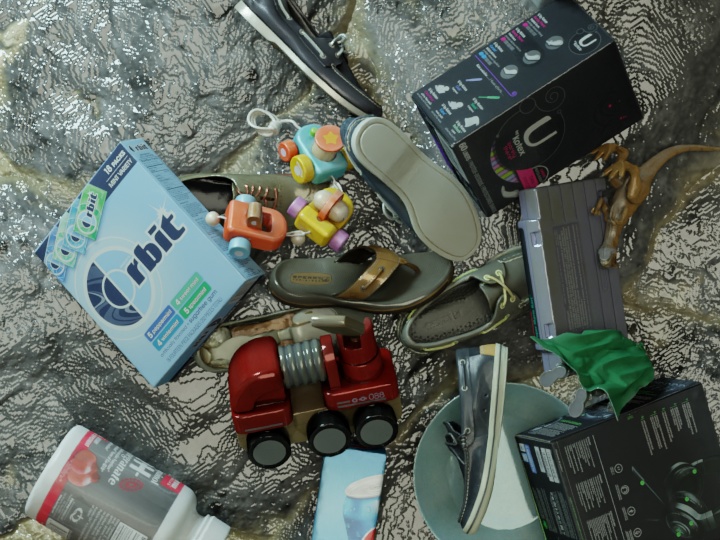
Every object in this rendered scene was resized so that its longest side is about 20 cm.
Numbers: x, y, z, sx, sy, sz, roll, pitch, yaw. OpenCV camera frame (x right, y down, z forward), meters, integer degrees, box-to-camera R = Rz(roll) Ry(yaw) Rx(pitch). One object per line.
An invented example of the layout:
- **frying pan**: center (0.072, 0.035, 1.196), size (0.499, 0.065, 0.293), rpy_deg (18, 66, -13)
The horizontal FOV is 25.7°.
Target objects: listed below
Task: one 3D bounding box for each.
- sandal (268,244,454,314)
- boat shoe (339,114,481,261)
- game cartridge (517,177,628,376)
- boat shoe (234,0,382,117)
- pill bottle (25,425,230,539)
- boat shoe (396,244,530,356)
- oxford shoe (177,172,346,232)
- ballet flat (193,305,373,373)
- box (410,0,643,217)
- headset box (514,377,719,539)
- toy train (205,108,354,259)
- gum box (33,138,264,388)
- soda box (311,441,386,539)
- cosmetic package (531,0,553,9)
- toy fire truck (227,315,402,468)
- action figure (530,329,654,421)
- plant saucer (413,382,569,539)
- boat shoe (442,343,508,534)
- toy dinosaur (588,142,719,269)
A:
- **sandal**: center (0.000, 0.000, 1.686), size (0.199, 0.082, 0.055), rpy_deg (2, 135, 5)
- **boat shoe**: center (0.051, -0.087, 1.670), size (0.200, 0.062, 0.075), rpy_deg (41, 84, -26)
- **game cartridge**: center (0.225, 0.007, 1.673), size (0.129, 0.038, 0.201), rpy_deg (-10, 93, -41)
- **boat shoe**: center (-0.044, -0.236, 1.690), size (0.200, 0.073, 0.063), rpy_deg (42, 93, 4)
- **pill bottle**: center (-0.243, 0.258, 1.671), size (0.200, 0.111, 0.111), rpy_deg (30, 90, -1)
- **boat shoe**: center (0.133, 0.031, 1.698), size (0.201, 0.060, 0.072), rpy_deg (-28, 91, 0)
- **oxford shoe**: center (-0.112, -0.070, 1.688), size (0.199, 0.075, 0.071), rpy_deg (0, 90, -1)
- **ballet flat**: center (-0.083, 0.074, 1.695), size (0.199, 0.064, 0.068), rpy_deg (-12, 90, -1)
- **box**: center (0.175, -0.172, 1.651), size (0.200, 0.106, 0.122), rpy_deg (-33, 136, 0)
- **headset box**: center (0.288, 0.221, 1.656), size (0.199, 0.093, 0.175), rpy_deg (-20, 96, -18)
- **toy train**: center (-0.073, -0.095, 1.643), size (0.150, 0.056, 0.200), rpy_deg (17, 53, -12)
- **gum box**: center (-0.223, -0.008, 1.654), size (0.200, 0.045, 0.170), rpy_deg (48, 115, 11)
- **soda box**: center (-0.019, 0.286, 1.697), size (0.068, 0.064, 0.201), rpy_deg (8, 91, 0)
- **cosmetic package**: center (0.192, -0.409, 1.644), size (0.165, 0.165, 0.200), rpy_deg (-41, 89, 0)
- **toy fire truck**: center (-0.052, 0.099, 1.615), size (0.175, 0.129, 0.200), rpy_deg (-10, 125, -2)
- **action figure**: center (0.251, 0.101, 1.614), size (0.118, 0.200, 0.055), rpy_deg (49, 118, 17)
- **plant saucer**: center (0.156, 0.220, 1.711), size (0.200, 0.039, 0.202), rpy_deg (0, 91, 0)
- **boat shoe**: center (0.116, 0.174, 1.657), size (0.062, 0.075, 0.201), rpy_deg (6, 86, 4)
- **toy dinosaur**: center (0.294, -0.094, 1.694), size (0.200, 0.060, 0.106), rpy_deg (-52, 129, -13)
